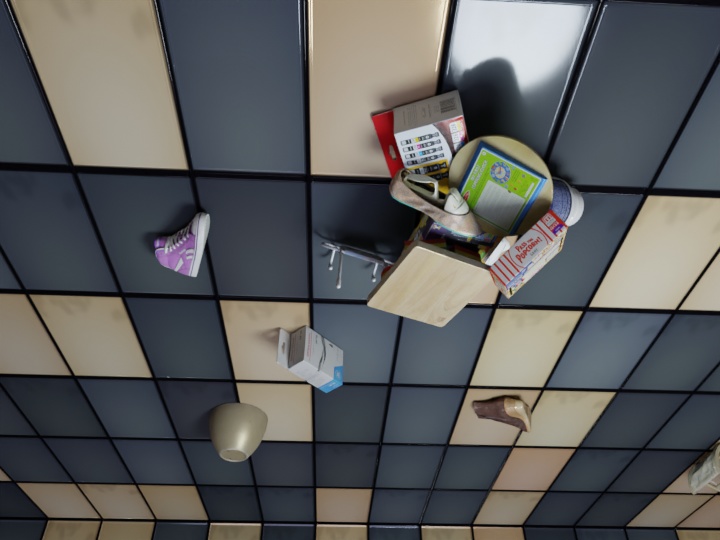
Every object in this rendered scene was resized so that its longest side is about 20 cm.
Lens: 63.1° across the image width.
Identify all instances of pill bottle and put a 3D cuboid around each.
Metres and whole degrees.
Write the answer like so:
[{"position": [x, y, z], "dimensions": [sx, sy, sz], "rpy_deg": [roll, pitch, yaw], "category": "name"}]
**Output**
[{"position": [0.361, -0.135, 1.186], "dimensions": [0.197, 0.113, 0.111], "rpy_deg": [0, 144, -37], "category": "pill bottle"}]

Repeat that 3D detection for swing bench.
[{"position": [1.347, 0.738, 2.169], "dimensions": [0.195, 0.132, 0.201], "rpy_deg": [8, 138, -1], "category": "swing bench"}]

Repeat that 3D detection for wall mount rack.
[{"position": [0.000, 0.000, 1.324], "dimensions": [0.196, 0.174, 0.076], "rpy_deg": [15, 99, -14], "category": "wall mount rack"}]

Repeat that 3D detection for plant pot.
[{"position": [-0.411, 0.551, 1.947], "dimensions": [0.195, 0.136, 0.203], "rpy_deg": [-1, 139, 0], "category": "plant pot"}]

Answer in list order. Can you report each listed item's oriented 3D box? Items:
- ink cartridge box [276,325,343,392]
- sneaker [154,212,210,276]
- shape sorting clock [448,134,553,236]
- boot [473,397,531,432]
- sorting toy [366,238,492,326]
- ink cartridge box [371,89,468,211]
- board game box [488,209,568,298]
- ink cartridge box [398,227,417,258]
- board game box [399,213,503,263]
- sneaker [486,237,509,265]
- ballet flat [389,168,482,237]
[{"position": [-0.136, 0.238, 1.619], "dimensions": [0.066, 0.118, 0.199], "rpy_deg": [-29, 131, 29], "category": "ink cartridge box"}, {"position": [-0.408, -0.063, 1.324], "dimensions": [0.112, 0.074, 0.202], "rpy_deg": [18, 135, -14], "category": "sneaker"}, {"position": [0.254, -0.153, 1.076], "dimensions": [0.196, 0.039, 0.203], "rpy_deg": [18, 134, 19], "category": "shape sorting clock"}, {"position": [0.473, 0.476, 1.938], "dimensions": [0.163, 0.073, 0.201], "rpy_deg": [-7, 140, 26], "category": "boot"}, {"position": [0.140, 0.013, 1.214], "dimensions": [0.195, 0.071, 0.201], "rpy_deg": [17, 136, -23], "category": "sorting toy"}, {"position": [0.128, -0.221, 1.142], "dimensions": [0.172, 0.085, 0.202], "rpy_deg": [-12, 137, 14], "category": "ink cartridge box"}, {"position": [0.318, -0.023, 1.114], "dimensions": [0.151, 0.046, 0.200], "rpy_deg": [-44, 162, 5], "category": "board game box"}, {"position": [0.146, 0.002, 1.398], "dimensions": [0.113, 0.069, 0.202], "rpy_deg": [11, 136, -14], "category": "ink cartridge box"}, {"position": [0.186, -0.039, 1.253], "dimensions": [0.162, 0.058, 0.201], "rpy_deg": [7, 139, -17], "category": "board game box"}, {"position": [0.278, -0.012, 1.385], "dimensions": [0.085, 0.076, 0.201], "rpy_deg": [14, 137, -22], "category": "sneaker"}, {"position": [0.144, -0.130, 1.091], "dimensions": [0.197, 0.068, 0.068], "rpy_deg": [27, 132, 10], "category": "ballet flat"}]
